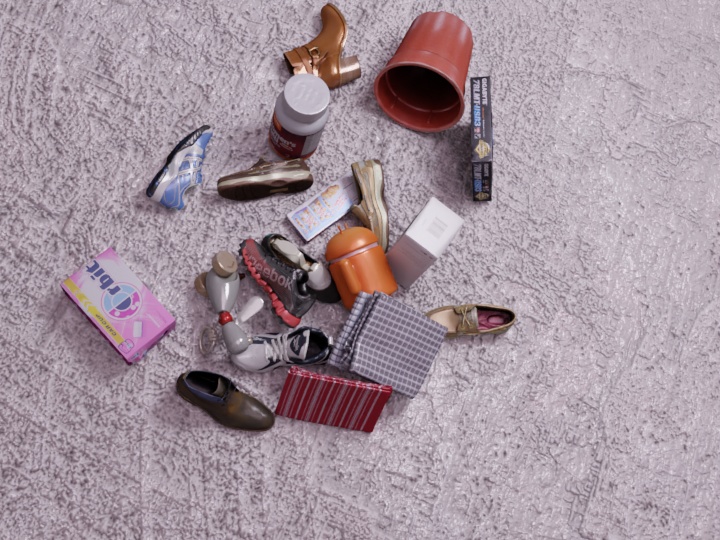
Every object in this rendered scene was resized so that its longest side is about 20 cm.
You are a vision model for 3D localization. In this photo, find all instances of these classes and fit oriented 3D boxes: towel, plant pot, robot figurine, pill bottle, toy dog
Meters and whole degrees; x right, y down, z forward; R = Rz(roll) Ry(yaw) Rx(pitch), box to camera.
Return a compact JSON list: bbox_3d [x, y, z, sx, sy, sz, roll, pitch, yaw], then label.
[{"bbox_3d":[-0.051,0.244,1.457,0.200,0.145,0.023,12,43,-9],"label":"towel"},{"bbox_3d":[0.058,0.142,1.481,0.200,0.086,0.166,27,89,-34],"label":"towel"},{"bbox_3d":[0.153,-0.444,1.692,0.200,0.201,0.196,24,62,-5],"label":"plant pot"},{"bbox_3d":[0.000,0.000,1.545,0.144,0.117,0.200,-24,93,-34],"label":"robot figurine"},{"bbox_3d":[-0.124,-0.309,1.578,0.109,0.200,0.110,4,72,-11],"label":"pill bottle"},{"bbox_3d":[-0.243,0.064,1.490,0.096,0.132,0.200,3,77,-45],"label":"toy dog"}]

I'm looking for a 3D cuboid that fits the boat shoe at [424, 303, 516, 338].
[{"bbox_3d":[0.226,0.098,1.600,0.200,0.066,0.074,-4,74,-14],"label":"boat shoe"}]

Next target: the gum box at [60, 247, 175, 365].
[{"bbox_3d":[-0.448,0.071,1.453,0.113,0.066,0.200,-42,86,-22],"label":"gum box"}]

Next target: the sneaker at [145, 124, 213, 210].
[{"bbox_3d":[-0.353,-0.209,1.572,0.077,0.076,0.200,38,67,-23],"label":"sneaker"}]

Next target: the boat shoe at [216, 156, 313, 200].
[{"bbox_3d":[-0.201,-0.195,1.598,0.202,0.075,0.075,-8,67,-25],"label":"boat shoe"}]

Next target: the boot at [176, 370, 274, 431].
[{"bbox_3d":[-0.248,0.241,1.429,0.200,0.097,0.075,24,69,-4],"label":"boot"}]

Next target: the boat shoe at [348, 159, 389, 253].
[{"bbox_3d":[0.013,-0.129,1.613,0.076,0.072,0.200,-6,85,-14],"label":"boat shoe"}]

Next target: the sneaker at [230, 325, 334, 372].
[{"bbox_3d":[-0.141,0.145,1.467,0.199,0.130,0.080,5,70,-12],"label":"sneaker"}]

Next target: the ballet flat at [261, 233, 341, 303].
[{"bbox_3d":[-0.116,-0.005,1.553,0.200,0.068,0.068,36,67,0],"label":"ballet flat"}]

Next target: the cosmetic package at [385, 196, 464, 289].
[{"bbox_3d":[0.119,-0.050,1.552,0.085,0.200,0.108,37,66,-1],"label":"cosmetic package"}]

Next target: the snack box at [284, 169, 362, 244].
[{"bbox_3d":[-0.059,-0.140,1.633,0.200,0.024,0.072,-37,86,-21],"label":"snack box"}]

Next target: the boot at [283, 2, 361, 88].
[{"bbox_3d":[-0.098,-0.494,1.714,0.154,0.074,0.200,-16,74,-13],"label":"boot"}]

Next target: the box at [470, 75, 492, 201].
[{"bbox_3d":[0.259,-0.276,1.658,0.050,0.200,0.199,-2,70,10],"label":"box"}]

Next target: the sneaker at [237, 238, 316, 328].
[{"bbox_3d":[-0.157,0.009,1.504,0.098,0.071,0.201,-39,77,13],"label":"sneaker"}]
